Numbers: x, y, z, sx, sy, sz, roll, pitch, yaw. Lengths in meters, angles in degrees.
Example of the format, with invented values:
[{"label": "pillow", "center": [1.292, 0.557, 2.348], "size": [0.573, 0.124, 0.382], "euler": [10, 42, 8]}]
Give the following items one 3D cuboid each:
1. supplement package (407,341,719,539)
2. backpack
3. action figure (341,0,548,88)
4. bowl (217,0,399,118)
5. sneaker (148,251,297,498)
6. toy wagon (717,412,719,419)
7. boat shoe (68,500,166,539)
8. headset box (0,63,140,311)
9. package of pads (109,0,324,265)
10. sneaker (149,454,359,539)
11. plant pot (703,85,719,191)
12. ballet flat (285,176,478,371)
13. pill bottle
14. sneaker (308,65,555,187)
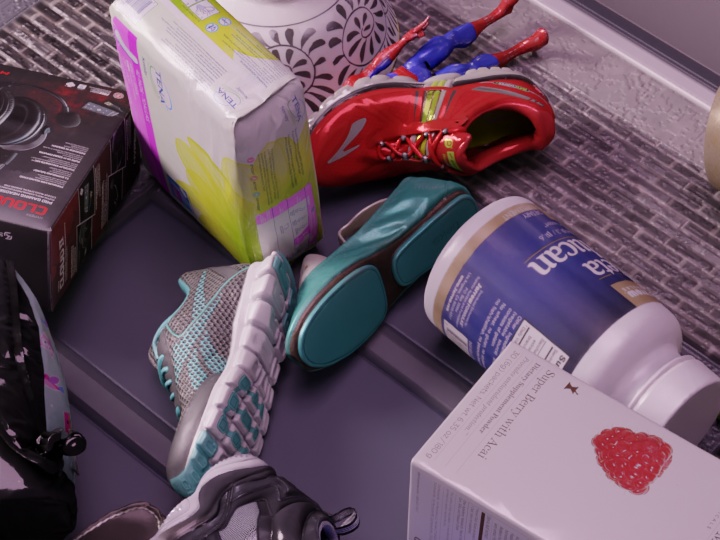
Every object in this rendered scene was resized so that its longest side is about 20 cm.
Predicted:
[{"label": "supplement package", "center": [0.144, 0.162, 1.394], "size": [0.199, 0.120, 0.121], "euler": [29, 56, 21]}, {"label": "backpack", "center": [-0.267, 0.092, 1.445], "size": [0.166, 0.127, 0.201], "euler": [-4, 53, -8]}, {"label": "action figure", "center": [0.052, -0.153, 1.685], "size": [0.199, 0.052, 0.066], "euler": [-32, 84, -21]}, {"label": "bowl", "center": [-0.068, -0.214, 1.709], "size": [0.199, 0.094, 0.202], "euler": [0, 52, 0]}, {"label": "sneaker", "center": [-0.107, 0.073, 1.507], "size": [0.091, 0.078, 0.201], "euler": [0, 46, 20]}, {"label": "toy wagon", "center": [0.324, 0.089, 1.504], "size": [0.154, 0.040, 0.201], "euler": [10, 52, 8]}, {"label": "boat shoe", "center": [-0.189, 0.216, 1.388], "size": [0.072, 0.061, 0.201], "euler": [30, 58, 21]}, {"label": "headset box", "center": [-0.260, -0.060, 1.572], "size": [0.148, 0.078, 0.200], "euler": [13, 38, 11]}, {"label": "package of pads", "center": [-0.099, -0.098, 1.548], "size": [0.068, 0.200, 0.154], "euler": [-36, 60, -18]}, {"label": "sneaker", "center": [-0.082, 0.203, 1.378], "size": [0.113, 0.076, 0.200], "euler": [16, 48, 29]}, {"label": "plant pot", "center": [0.356, -0.085, 1.572], "size": [0.199, 0.188, 0.188], "euler": [14, 51, 30]}, {"label": "ballet flat", "center": [0.000, 0.000, 1.566], "size": [0.070, 0.068, 0.200], "euler": [21, 50, 39]}, {"label": "pill bottle", "center": [0.148, 0.048, 1.491], "size": [0.111, 0.111, 0.200], "euler": [-36, 60, -25]}, {"label": "sneaker", "center": [0.051, -0.102, 1.618], "size": [0.199, 0.077, 0.085], "euler": [-15, 33, -11]}]
